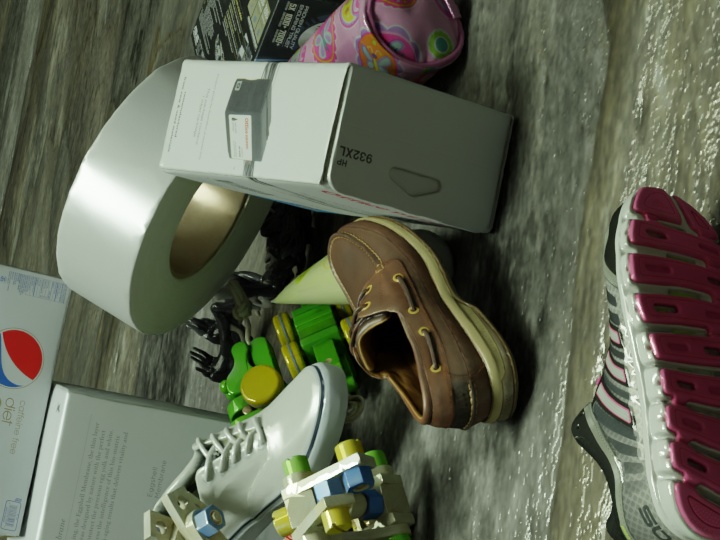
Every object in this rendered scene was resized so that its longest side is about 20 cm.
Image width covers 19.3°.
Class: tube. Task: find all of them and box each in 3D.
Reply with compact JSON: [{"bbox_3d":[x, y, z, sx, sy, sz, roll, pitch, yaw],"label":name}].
[{"bbox_3d":[0.000,0.000,1.511,0.200,0.058,0.052,176,102,-67],"label":"tube"}]

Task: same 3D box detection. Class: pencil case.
[{"bbox_3d":[0.003,-0.151,1.567,0.200,0.087,0.088,141,137,-61],"label":"pencil case"}]

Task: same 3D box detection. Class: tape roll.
[{"bbox_3d":[-0.136,-0.055,1.573,0.203,0.071,0.203,-52,-20,-27],"label":"tape roll"}]

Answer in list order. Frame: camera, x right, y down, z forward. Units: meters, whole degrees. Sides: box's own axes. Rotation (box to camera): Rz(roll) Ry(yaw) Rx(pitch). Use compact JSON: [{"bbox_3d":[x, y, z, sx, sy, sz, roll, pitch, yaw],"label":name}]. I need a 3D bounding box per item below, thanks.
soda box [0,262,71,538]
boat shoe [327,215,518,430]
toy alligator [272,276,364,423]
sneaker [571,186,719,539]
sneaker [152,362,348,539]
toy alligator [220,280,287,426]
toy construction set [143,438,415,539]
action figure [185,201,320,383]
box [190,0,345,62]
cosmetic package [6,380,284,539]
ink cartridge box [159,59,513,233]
[{"bbox_3d":[-0.275,0.101,1.617,0.068,0.063,0.201,157,125,-69],"label":"soda box"},{"bbox_3d":[0.024,0.030,1.341,0.200,0.067,0.072,49,146,46],"label":"boat shoe"},{"bbox_3d":[-0.020,0.071,1.546,0.200,0.059,0.054,-112,-1,-58],"label":"toy alligator"},{"bbox_3d":[0.145,0.055,1.070,0.087,0.073,0.201,-42,45,49],"label":"sneaker"},{"bbox_3d":[-0.079,0.135,1.473,0.200,0.071,0.073,-53,37,34],"label":"sneaker"},{"bbox_3d":[-0.078,0.096,1.580,0.200,0.054,0.059,62,-177,33],"label":"toy alligator"},{"bbox_3d":[-0.045,0.175,1.402,0.199,0.131,0.093,-18,71,39],"label":"toy construction set"},{"bbox_3d":[-0.094,-0.007,1.718,0.119,0.102,0.201,-87,17,-56],"label":"action figure"},{"bbox_3d":[-0.068,-0.205,1.780,0.200,0.086,0.164,-107,35,-53],"label":"box"},{"bbox_3d":[-0.164,0.202,1.637,0.123,0.199,0.200,-175,98,-70],"label":"cosmetic package"},{"bbox_3d":[-0.018,-0.085,1.420,0.200,0.145,0.084,9,86,53],"label":"ink cartridge box"}]
